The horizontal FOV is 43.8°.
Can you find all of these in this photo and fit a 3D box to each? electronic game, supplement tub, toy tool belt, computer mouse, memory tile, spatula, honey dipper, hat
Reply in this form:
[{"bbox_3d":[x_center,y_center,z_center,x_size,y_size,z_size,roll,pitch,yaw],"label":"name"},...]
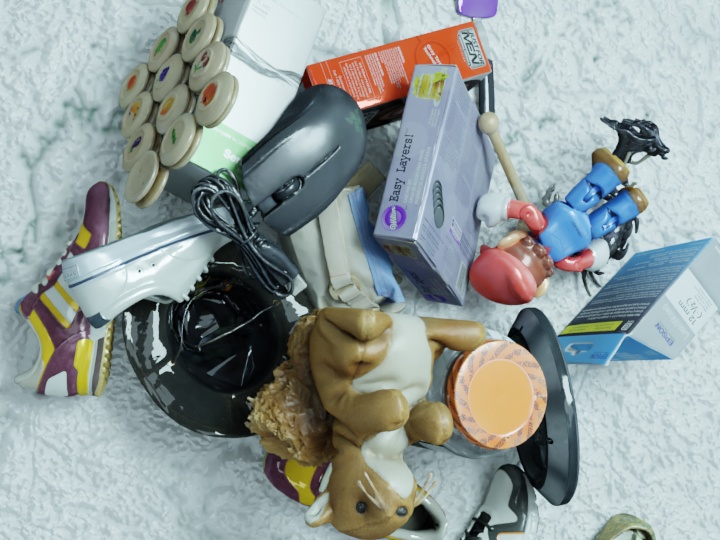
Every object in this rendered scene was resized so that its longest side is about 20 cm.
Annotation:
[{"bbox_3d":[0.188,0.139,0.926,0.041,0.200,0.204,-7,87,-4],"label":"electronic game"},{"bbox_3d":[0.095,0.120,0.892,0.120,0.200,0.125,2,83,-19],"label":"supplement tub"},{"bbox_3d":[0.000,0.000,0.913,0.121,0.125,0.203,-22,93,-11],"label":"toy tool belt"},{"bbox_3d":[-0.049,-0.087,0.808,0.139,0.052,0.201,50,62,-31],"label":"computer mouse"},{"bbox_3d":[-0.173,-0.163,0.820,0.017,0.202,0.153,28,120,-38],"label":"memory tile"},{"bbox_3d":[0.142,-0.259,1.041,0.056,0.021,0.204,-2,86,-21],"label":"spatula"},{"bbox_3d":[0.171,-0.093,0.977,0.038,0.038,0.201,-45,130,-18],"label":"honey dipper"},{"bbox_3d":[-0.140,0.068,0.879,0.197,0.081,0.204,5,73,-18],"label":"hat"}]

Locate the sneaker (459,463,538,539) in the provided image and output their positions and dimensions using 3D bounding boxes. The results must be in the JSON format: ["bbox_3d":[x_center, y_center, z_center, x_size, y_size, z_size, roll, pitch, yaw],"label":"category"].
[{"bbox_3d":[0.131,0.304,0.954,0.079,0.074,0.203,19,78,-14],"label":"sneaker"}]

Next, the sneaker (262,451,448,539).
[{"bbox_3d":[-0.001,0.220,0.906,0.197,0.090,0.076,23,78,-16],"label":"sneaker"}]

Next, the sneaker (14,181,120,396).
[{"bbox_3d":[-0.272,0.013,0.832,0.088,0.075,0.204,5,78,-12],"label":"sneaker"}]

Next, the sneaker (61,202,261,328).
[{"bbox_3d":[-0.171,-0.008,0.812,0.198,0.073,0.072,-24,102,-34],"label":"sneaker"}]

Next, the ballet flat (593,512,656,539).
[{"bbox_3d":[0.260,0.354,0.999,0.200,0.071,0.071,-44,99,-18],"label":"ballet flat"}]

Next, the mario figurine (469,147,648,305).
[{"bbox_3d":[0.199,-0.044,0.960,0.199,0.106,0.124,-36,71,5],"label":"mario figurine"}]

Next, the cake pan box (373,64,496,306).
[{"bbox_3d":[0.084,-0.080,0.920,0.051,0.200,0.187,9,75,24],"label":"cake pan box"}]

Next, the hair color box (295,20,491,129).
[{"bbox_3d":[0.028,-0.197,0.952,0.197,0.101,0.062,-21,87,-19],"label":"hair color box"}]

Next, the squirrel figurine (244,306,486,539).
[{"bbox_3d":[-0.005,0.130,0.783,0.140,0.198,0.190,8,85,-44],"label":"squirrel figurine"}]

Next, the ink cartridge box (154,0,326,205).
[{"bbox_3d":[-0.127,-0.173,0.866,0.084,0.145,0.203,27,77,-31],"label":"ink cartridge box"}]

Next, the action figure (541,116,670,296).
[{"bbox_3d":[0.276,-0.077,1.030,0.118,0.101,0.203,-18,132,-46],"label":"action figure"}]

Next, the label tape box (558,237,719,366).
[{"bbox_3d":[0.310,0.057,1.004,0.200,0.143,0.066,-45,99,-18],"label":"label tape box"}]
